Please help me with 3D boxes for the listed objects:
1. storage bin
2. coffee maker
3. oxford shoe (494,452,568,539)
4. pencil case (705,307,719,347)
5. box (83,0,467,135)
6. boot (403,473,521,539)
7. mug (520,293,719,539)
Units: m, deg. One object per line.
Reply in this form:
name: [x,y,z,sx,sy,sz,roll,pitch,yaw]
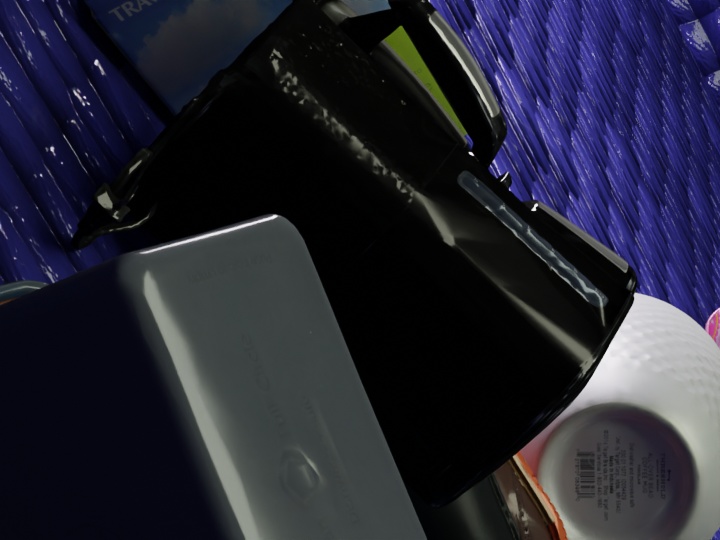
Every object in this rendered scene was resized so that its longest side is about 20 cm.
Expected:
storage bin: [-0.052,0.082,0.707,0.145,0.134,0.201,-17,84,-53]
coffee maker: [0.000,0.000,1.008,0.200,0.135,0.192,44,60,-2]
oxford shoe: [0.051,0.119,1.213,0.072,0.071,0.201,-23,97,-41]
pencil case: [0.401,0.085,2.299,0.200,0.087,0.088,39,31,-59]
box: [-0.040,-0.111,1.111,0.200,0.121,0.048,51,15,-44]
boot: [0.040,0.146,1.079,0.200,0.076,0.169,-75,141,-74]
mug: [0.136,0.123,1.311,0.175,0.146,0.202,-56,159,-80]
